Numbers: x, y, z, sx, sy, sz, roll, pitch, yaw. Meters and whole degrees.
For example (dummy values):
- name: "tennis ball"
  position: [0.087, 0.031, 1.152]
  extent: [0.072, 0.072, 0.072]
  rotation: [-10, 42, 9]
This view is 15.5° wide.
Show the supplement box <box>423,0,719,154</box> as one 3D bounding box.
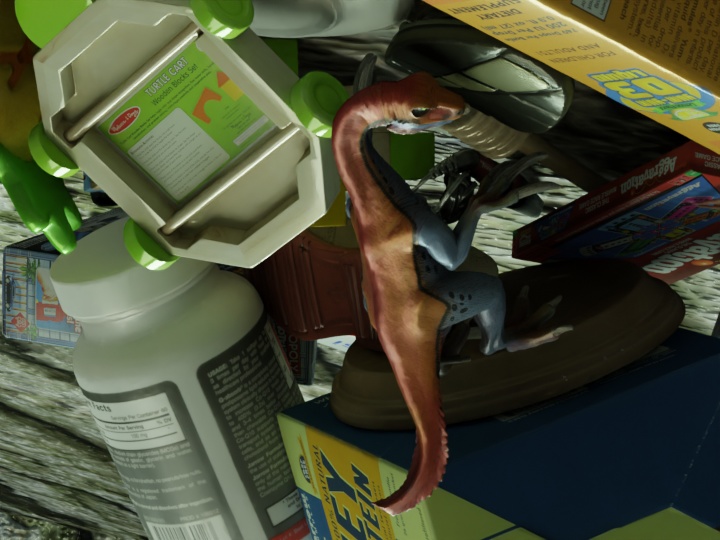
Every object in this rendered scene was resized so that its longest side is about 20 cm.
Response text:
- name: "supplement box"
  position: [0.115, -0.114, 1.129]
  extent: [0.200, 0.069, 0.067]
  rotation: [21, 168, -31]

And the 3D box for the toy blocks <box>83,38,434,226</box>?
- name: "toy blocks"
  position: [-0.074, -0.069, 1.458]
  extent: [0.200, 0.100, 0.137]
  rotation: [0, 177, -15]

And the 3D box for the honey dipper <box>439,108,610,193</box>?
- name: "honey dipper"
  position: [0.109, -0.059, 1.431]
  extent: [0.038, 0.038, 0.200]
  rotation: [5, 165, 40]

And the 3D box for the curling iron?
- name: "curling iron"
  position: [0.070, -0.044, 1.473]
  extent: [0.026, 0.050, 0.200]
  rotation: [52, -166, 11]

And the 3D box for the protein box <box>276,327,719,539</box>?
- name: "protein box"
  position: [0.093, 0.120, 1.430]
  extent: [0.198, 0.135, 0.200]
  rotation: [-20, -167, -19]

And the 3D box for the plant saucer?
- name: "plant saucer"
  position: [0.076, 0.035, 1.431]
  extent: [0.200, 0.030, 0.200]
  rotation: [-16, -167, 4]

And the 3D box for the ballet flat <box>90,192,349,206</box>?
- name: "ballet flat"
  position: [-0.083, -0.049, 1.616]
  extent: [0.200, 0.073, 0.073]
  rotation: [9, 165, 25]

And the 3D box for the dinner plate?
- name: "dinner plate"
  position: [-0.071, -0.151, 1.291]
  extent: [0.200, 0.024, 0.200]
  rotation: [14, 167, 3]

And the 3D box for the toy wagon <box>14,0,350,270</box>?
- name: "toy wagon"
  position: [-0.101, -0.089, 1.311]
  extent: [0.200, 0.040, 0.155]
  rotation: [45, 130, -11]

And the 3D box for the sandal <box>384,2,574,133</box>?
- name: "sandal"
  position: [0.055, -0.110, 1.252]
  extent: [0.080, 0.057, 0.201]
  rotation: [31, -179, -12]

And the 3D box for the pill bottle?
- name: "pill bottle"
  position: [-0.095, 0.071, 1.509]
  extent: [0.116, 0.116, 0.200]
  rotation: [1, 119, 48]

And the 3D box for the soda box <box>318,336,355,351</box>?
- name: "soda box"
  position: [-0.023, 0.013, 1.808]
  extent: [0.200, 0.064, 0.068]
  rotation: [19, 166, -15]

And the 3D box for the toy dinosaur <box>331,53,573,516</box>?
- name: "toy dinosaur"
  position: [0.032, -0.007, 1.232]
  extent: [0.105, 0.200, 0.181]
  rotation: [0, 157, 29]

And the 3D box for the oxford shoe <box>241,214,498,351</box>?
- name: "oxford shoe"
  position: [0.000, 0.000, 1.477]
  extent: [0.075, 0.071, 0.200]
  rotation: [-20, -156, -30]

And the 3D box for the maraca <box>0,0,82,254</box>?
- name: "maraca"
  position: [-0.207, -0.097, 1.391]
  extent: [0.200, 0.107, 0.137]
  rotation: [57, -169, -15]

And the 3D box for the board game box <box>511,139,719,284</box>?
- name: "board game box"
  position: [0.172, -0.028, 1.434]
  extent: [0.103, 0.019, 0.200]
  rotation: [9, 164, -22]

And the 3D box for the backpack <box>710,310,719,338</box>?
- name: "backpack"
  position: [0.275, 0.091, 1.483]
  extent: [0.183, 0.200, 0.147]
  rotation: [3, 162, 46]

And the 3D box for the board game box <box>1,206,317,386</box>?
- name: "board game box"
  position: [-0.082, 0.010, 1.634]
  extent: [0.200, 0.062, 0.200]
  rotation: [14, -159, 31]
